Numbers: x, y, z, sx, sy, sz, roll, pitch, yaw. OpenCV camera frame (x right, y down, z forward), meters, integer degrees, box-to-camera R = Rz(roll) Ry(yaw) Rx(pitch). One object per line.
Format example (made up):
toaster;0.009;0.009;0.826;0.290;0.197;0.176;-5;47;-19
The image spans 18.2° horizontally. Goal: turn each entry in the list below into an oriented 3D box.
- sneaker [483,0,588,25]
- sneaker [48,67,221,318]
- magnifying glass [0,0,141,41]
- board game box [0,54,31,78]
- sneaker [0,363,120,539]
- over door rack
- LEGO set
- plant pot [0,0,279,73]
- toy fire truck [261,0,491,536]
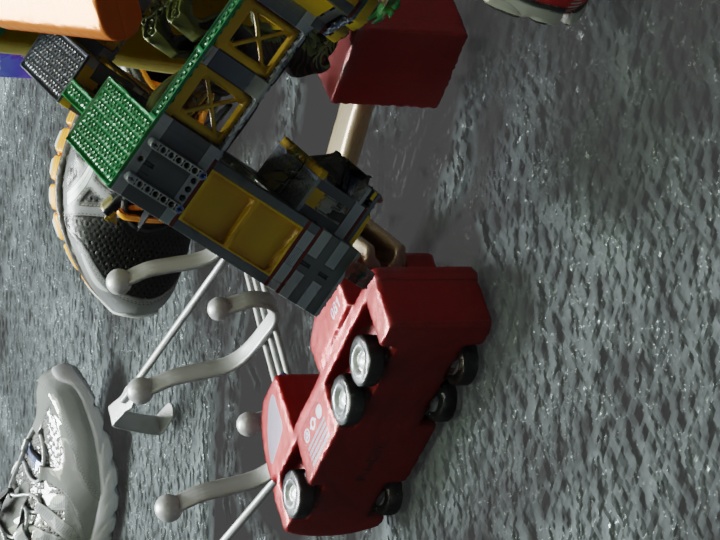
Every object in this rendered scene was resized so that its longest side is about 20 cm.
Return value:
sneaker;0.046;-0.180;0.782;0.085;0.077;0.200;-44;51;49
sneaker;-0.109;-0.072;1.151;0.077;0.078;0.200;20;109;57
magnifying glass;-0.148;-0.108;0.875;0.200;0.022;0.080;14;124;51
board game box;-0.229;-0.245;1.476;0.134;0.045;0.200;-126;42;-55
sneaker;-0.194;0.153;1.337;0.075;0.082;0.200;-140;54;-62
over door rack;-0.090;0.075;1.109;0.200;0.067;0.148;116;147;-46
LEGO set;-0.037;-0.073;0.851;0.154;0.116;0.200;-59;30;-3
plant pot;-0.109;-0.227;1.001;0.194;0.195;0.200;126;145;-55
toy fire truck;0.000;0.000;0.915;0.200;0.049;0.141;116;146;-45
